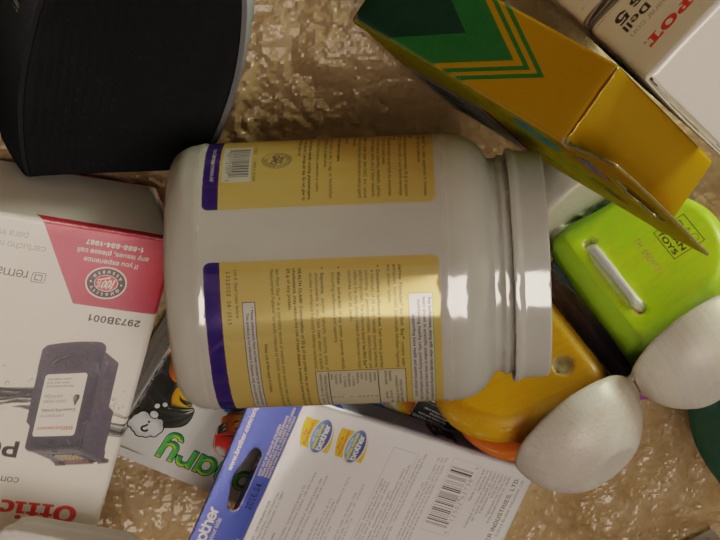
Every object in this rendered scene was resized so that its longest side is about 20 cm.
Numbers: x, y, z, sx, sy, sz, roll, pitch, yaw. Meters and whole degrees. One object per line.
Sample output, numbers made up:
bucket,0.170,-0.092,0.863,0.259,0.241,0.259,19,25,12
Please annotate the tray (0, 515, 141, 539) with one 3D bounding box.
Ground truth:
tray,-0.196,0.186,1.166,0.107,0.022,0.200,13,148,-27

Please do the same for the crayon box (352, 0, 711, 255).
crayon box,0.103,-0.091,1.058,0.051,0.200,0.127,-55,142,1

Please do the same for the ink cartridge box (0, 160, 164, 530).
ink cartridge box,-0.202,0.046,1.118,0.144,0.084,0.201,9,113,-20

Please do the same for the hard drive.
hard drive,-0.123,-0.113,1.031,0.134,0.042,0.200,-3,151,-15

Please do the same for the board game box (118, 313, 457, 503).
board game box,-0.044,0.088,1.214,0.200,0.035,0.126,25,106,-25

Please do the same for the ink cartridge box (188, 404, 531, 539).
ink cartridge box,-0.003,0.142,1.205,0.199,0.042,0.120,19,102,-26

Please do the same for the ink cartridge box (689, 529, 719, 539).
ink cartridge box,0.180,0.270,1.320,0.199,0.116,0.068,-27,119,-3

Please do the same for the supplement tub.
supplement tub,0.000,0.000,1.066,0.199,0.146,0.146,-2,116,2

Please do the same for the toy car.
toy car,0.135,0.038,1.188,0.200,0.175,0.150,-36,155,-2

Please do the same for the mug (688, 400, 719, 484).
mug,0.304,0.084,1.270,0.184,0.114,0.153,-8,116,-14

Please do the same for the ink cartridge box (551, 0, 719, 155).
ink cartridge box,0.191,-0.164,1.068,0.084,0.200,0.146,38,99,-28
